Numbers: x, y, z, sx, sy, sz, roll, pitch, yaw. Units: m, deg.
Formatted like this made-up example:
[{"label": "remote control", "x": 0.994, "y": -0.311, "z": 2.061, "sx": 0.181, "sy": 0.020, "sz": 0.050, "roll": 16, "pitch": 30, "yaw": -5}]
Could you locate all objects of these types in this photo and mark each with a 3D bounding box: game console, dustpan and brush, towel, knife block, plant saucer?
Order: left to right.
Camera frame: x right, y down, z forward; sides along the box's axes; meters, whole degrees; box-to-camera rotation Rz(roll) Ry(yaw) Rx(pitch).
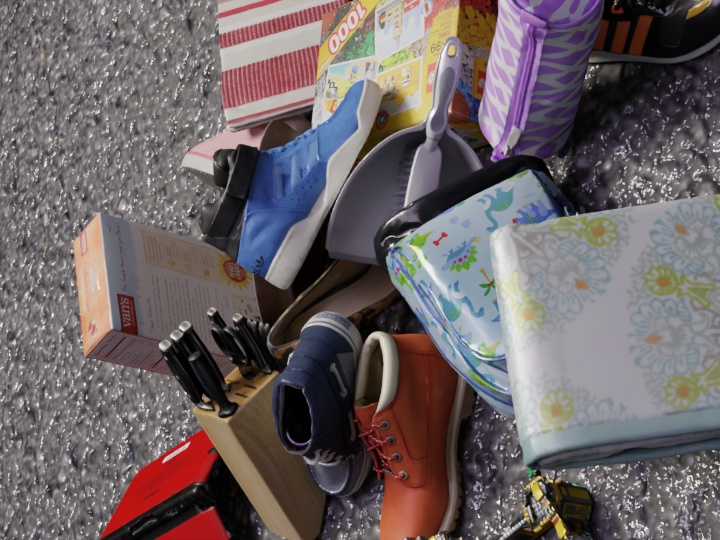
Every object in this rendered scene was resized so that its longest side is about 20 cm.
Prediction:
[{"label": "game console", "x": -0.169, "y": 0.267, "z": 1.520, "sx": 0.199, "sy": 0.119, "sz": 0.173, "roll": -34, "pitch": 21, "yaw": 41}, {"label": "knife block", "x": -0.107, "y": 0.139, "z": 1.342, "sx": 0.064, "sy": 0.174, "sz": 0.203, "roll": 10, "pitch": 90, "yaw": 54}, {"label": "towel", "x": -0.074, "y": -0.235, "z": 1.513, "sx": 0.142, "sy": 0.023, "sz": 0.202, "roll": -14, "pitch": 56, "yaw": 12}, {"label": "plant saucer", "x": -0.064, "y": -0.039, "z": 1.392, "sx": 0.032, "sy": 0.200, "sz": 0.203, "roll": 0, "pitch": 73, "yaw": 11}, {"label": "dustpan and brush", "x": 0.054, "y": -0.093, "z": 1.228, "sx": 0.057, "sy": 0.138, "sz": 0.203, "roll": -119, "pitch": 38, "yaw": -76}, {"label": "towel", "x": 0.196, "y": 0.040, "z": 1.013, "sx": 0.197, "sy": 0.048, "sz": 0.173, "roll": -8, "pitch": 64, "yaw": 3}]

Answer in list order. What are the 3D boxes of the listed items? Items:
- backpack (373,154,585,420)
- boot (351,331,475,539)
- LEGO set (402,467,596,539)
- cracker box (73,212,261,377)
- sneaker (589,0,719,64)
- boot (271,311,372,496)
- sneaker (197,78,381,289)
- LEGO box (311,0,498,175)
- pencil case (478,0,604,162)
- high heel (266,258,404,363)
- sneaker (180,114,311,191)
[{"label": "backpack", "x": 0.116, "y": 0.018, "z": 1.137, "sx": 0.162, "sy": 0.154, "sz": 0.202, "roll": -25, "pitch": 70, "yaw": -2}, {"label": "boot", "x": 0.030, "y": 0.149, "z": 1.232, "sx": 0.075, "sy": 0.106, "sz": 0.203, "roll": -3, "pitch": 76, "yaw": 50}, {"label": "LEGO set", "x": 0.107, "y": 0.245, "z": 1.082, "sx": 0.153, "sy": 0.115, "sz": 0.202, "roll": -37, "pitch": 50, "yaw": 39}, {"label": "cracker box", "x": -0.179, "y": 0.034, "z": 1.466, "sx": 0.058, "sy": 0.199, "sz": 0.135, "roll": -40, "pitch": 48, "yaw": 36}, {"label": "sneaker", "x": 0.199, "y": -0.203, "z": 1.151, "sx": 0.199, "sy": 0.089, "sz": 0.071, "roll": 2, "pitch": 79, "yaw": 53}, {"label": "boot", "x": -0.039, "y": 0.137, "z": 1.265, "sx": 0.072, "sy": 0.091, "sz": 0.202, "roll": 12, "pitch": 131, "yaw": 21}, {"label": "sneaker", "x": -0.065, "y": -0.095, "z": 1.270, "sx": 0.201, "sy": 0.110, "sz": 0.077, "roll": -63, "pitch": 3, "yaw": -14}, {"label": "LEGO box", "x": 0.047, "y": -0.179, "z": 1.352, "sx": 0.199, "sy": 0.077, "sz": 0.151, "roll": -14, "pitch": 66, "yaw": 50}, {"label": "pencil case", "x": 0.134, "y": -0.161, "z": 1.143, "sx": 0.083, "sy": 0.201, "sz": 0.086, "roll": 31, "pitch": 64, "yaw": 16}, {"label": "high heel", "x": 0.000, "y": 0.000, "z": 1.287, "sx": 0.071, "sy": 0.142, "sz": 0.201, "roll": 43, "pitch": 119, "yaw": 22}, {"label": "sneaker", "x": -0.111, "y": -0.130, "z": 1.552, "sx": 0.200, "sy": 0.075, "sz": 0.106, "roll": 10, "pitch": 71, "yaw": 60}]
